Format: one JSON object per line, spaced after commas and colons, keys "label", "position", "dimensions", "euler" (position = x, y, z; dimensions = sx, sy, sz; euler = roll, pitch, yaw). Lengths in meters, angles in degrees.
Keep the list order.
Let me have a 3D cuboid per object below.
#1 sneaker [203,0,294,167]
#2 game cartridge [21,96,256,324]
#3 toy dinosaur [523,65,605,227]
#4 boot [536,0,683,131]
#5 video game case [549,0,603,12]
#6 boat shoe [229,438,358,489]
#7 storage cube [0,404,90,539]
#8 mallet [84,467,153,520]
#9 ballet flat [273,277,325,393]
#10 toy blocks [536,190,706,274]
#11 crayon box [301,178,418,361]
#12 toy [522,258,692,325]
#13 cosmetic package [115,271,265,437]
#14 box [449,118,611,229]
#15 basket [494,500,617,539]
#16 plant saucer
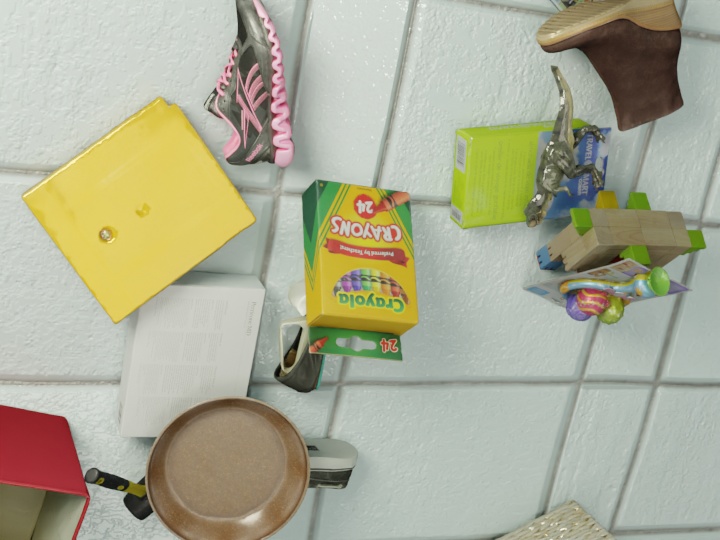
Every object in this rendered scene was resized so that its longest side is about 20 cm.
{"label": "sneaker", "position": [-0.129, -0.205, 1.354], "dimensions": [0.094, 0.079, 0.202], "euler": [-8, 115, -6]}
{"label": "game cartridge", "position": [-0.244, -0.069, 1.358], "dimensions": [0.199, 0.032, 0.177], "euler": [-36, 103, -6]}
{"label": "toy dinosaur", "position": [0.256, -0.143, 1.494], "dimensions": [0.087, 0.047, 0.202], "euler": [5, 105, -17]}
{"label": "boot", "position": [0.311, -0.246, 1.486], "dimensions": [0.198, 0.072, 0.168], "euler": [-21, 116, -18]}
{"label": "video game case", "position": [0.280, -0.375, 1.470], "dimensions": [0.143, 0.018, 0.200], "euler": [-48, 121, 3]}
{"label": "boat shoe", "position": [-0.097, 0.254, 1.565], "dimensions": [0.198, 0.071, 0.064], "euler": [8, 108, -27]}
{"label": "storage cube", "position": [-0.422, 0.265, 1.374], "dimensions": [0.198, 0.180, 0.172], "euler": [15, 107, -28]}
{"label": "mallet", "position": [-0.271, 0.249, 1.452], "dimensions": [0.066, 0.041, 0.200], "euler": [-41, 160, -9]}
{"label": "ballet flat", "position": [-0.061, 0.059, 1.497], "dimensions": [0.068, 0.068, 0.202], "euler": [11, 107, -16]}
{"label": "toy blocks", "position": [0.324, -0.025, 1.585], "dimensions": [0.198, 0.101, 0.137], "euler": [0, 155, -26]}
{"label": "crayon box", "position": [0.000, 0.000, 1.433], "dimensions": [0.126, 0.051, 0.202], "euler": [6, 68, -25]}
{"label": "toy", "position": [0.312, 0.039, 1.569], "dimensions": [0.114, 0.199, 0.048], "euler": [22, 65, -28]}
{"label": "cosmetic package", "position": [-0.205, 0.102, 1.464], "dimensions": [0.149, 0.052, 0.202], "euler": [5, 110, -21]}
{"label": "box", "position": [0.213, -0.123, 1.536], "dimensions": [0.198, 0.048, 0.123], "euler": [-7, 115, -20]}
{"label": "basket", "position": [0.290, 0.473, 1.766], "dimensions": [0.198, 0.161, 0.200], "euler": [-25, 120, -9]}
{"label": "plant saucer", "position": [-0.161, 0.241, 1.479], "dimensions": [0.198, 0.037, 0.203], "euler": [-3, 106, -10]}
